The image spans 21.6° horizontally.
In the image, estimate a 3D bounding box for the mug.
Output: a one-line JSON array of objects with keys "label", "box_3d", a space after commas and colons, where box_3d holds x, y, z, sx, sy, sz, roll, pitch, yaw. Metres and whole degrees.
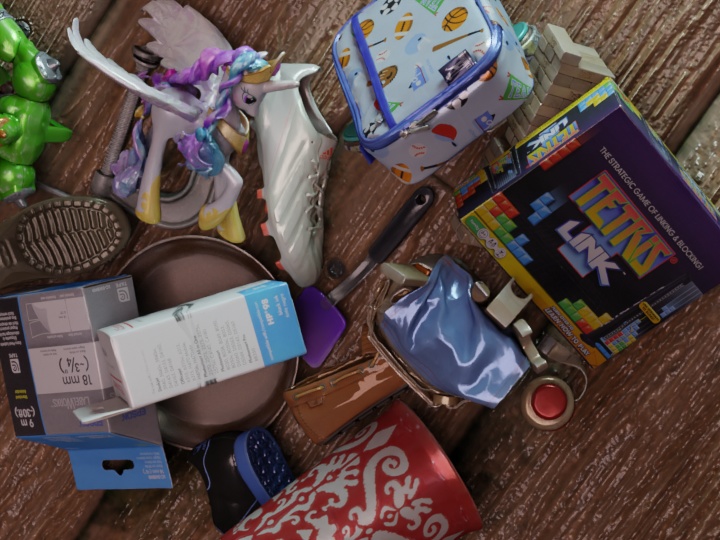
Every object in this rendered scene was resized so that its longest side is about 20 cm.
[{"label": "mug", "box_3d": [-0.001, 0.241, 1.651, 0.199, 0.133, 0.178, -33, 104, -9]}]

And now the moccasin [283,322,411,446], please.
[{"label": "moccasin", "box_3d": [0.020, 0.073, 1.687, 0.201, 0.074, 0.078, -35, 92, 17]}]

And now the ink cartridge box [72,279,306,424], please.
[{"label": "ink cartridge box", "box_3d": [-0.158, 0.068, 1.632, 0.199, 0.116, 0.067, -17, 95, -13]}]

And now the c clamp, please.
[{"label": "c clamp", "box_3d": [-0.198, -0.126, 1.740, 0.170, 0.027, 0.201, 29, 104, 9]}]

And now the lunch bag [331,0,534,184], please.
[{"label": "lunch bag", "box_3d": [0.053, -0.169, 1.584, 0.160, 0.201, 0.076, -35, 126, 15]}]

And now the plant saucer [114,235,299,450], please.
[{"label": "plant saucer", "box_3d": [-0.147, 0.065, 1.749, 0.199, 0.032, 0.202, 3, 100, 16]}]

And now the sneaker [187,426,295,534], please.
[{"label": "sneaker", "box_3d": [-0.089, 0.235, 1.738, 0.078, 0.070, 0.201, -13, 107, 32]}]

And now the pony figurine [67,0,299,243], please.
[{"label": "pony figurine", "box_3d": [-0.155, -0.139, 1.645, 0.192, 0.166, 0.201, 30, 125, 15]}]

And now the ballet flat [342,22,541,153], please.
[{"label": "ballet flat", "box_3d": [0.081, -0.138, 1.647, 0.200, 0.072, 0.072, -29, 90, 18]}]

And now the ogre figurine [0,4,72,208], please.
[{"label": "ogre figurine", "box_3d": [-0.335, -0.146, 1.743, 0.119, 0.098, 0.201, 24, 88, 28]}]

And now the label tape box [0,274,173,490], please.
[{"label": "label tape box", "box_3d": [-0.259, 0.112, 1.743, 0.144, 0.063, 0.201, -7, 96, 43]}]

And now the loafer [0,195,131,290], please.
[{"label": "loafer", "box_3d": [-0.300, -0.026, 1.759, 0.199, 0.067, 0.077, -13, 98, 17]}]

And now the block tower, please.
[{"label": "block tower", "box_3d": [0.147, -0.105, 1.608, 0.057, 0.054, 0.201, 12, 119, -23]}]

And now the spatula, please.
[{"label": "spatula", "box_3d": [0.000, 0.000, 1.707, 0.057, 0.021, 0.200, 45, 105, 16]}]

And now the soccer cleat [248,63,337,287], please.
[{"label": "soccer cleat", "box_3d": [-0.053, -0.086, 1.688, 0.077, 0.069, 0.201, -11, 92, 13]}]

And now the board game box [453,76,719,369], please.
[{"label": "board game box", "box_3d": [0.202, -0.036, 1.585, 0.165, 0.057, 0.200, -35, 118, 18]}]

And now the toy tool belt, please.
[{"label": "toy tool belt", "box_3d": [0.097, 0.063, 1.577, 0.200, 0.123, 0.125, 38, 87, 7]}]
